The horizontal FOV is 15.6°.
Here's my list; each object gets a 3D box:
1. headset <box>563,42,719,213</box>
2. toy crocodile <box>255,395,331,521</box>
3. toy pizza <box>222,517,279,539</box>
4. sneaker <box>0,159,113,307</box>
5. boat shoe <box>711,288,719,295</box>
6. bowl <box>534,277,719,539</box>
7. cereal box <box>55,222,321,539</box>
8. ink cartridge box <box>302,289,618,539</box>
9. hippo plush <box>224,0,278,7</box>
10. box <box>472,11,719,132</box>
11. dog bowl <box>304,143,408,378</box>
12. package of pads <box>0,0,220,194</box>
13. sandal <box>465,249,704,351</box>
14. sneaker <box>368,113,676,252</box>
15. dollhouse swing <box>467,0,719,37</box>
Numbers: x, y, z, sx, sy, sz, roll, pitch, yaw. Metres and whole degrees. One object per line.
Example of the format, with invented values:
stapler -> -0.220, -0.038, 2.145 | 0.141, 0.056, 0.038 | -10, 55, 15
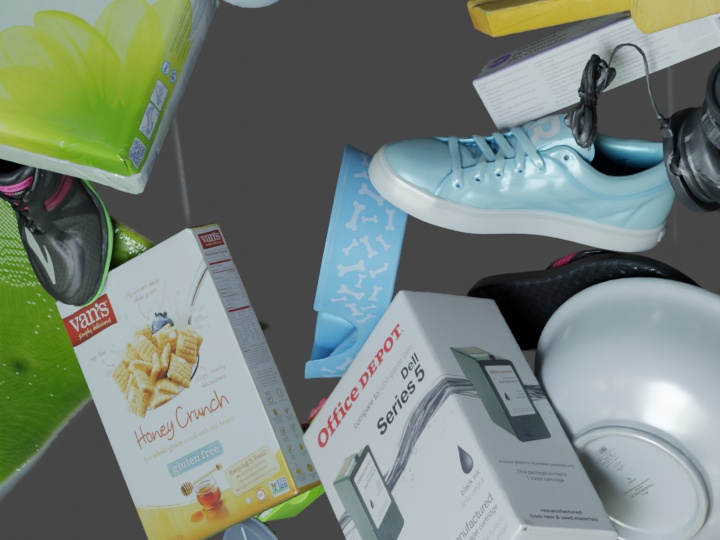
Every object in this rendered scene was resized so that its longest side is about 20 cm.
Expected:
headset -> 0.221, -0.074, 1.584 | 0.199, 0.094, 0.124 | 25, 146, -9
toy crocodile -> -0.013, 0.114, 1.842 | 0.200, 0.067, 0.062 | -45, 64, 37
toy pizza -> -0.047, 0.269, 1.917 | 0.200, 0.032, 0.201 | 50, 151, 42
sneaker -> -0.231, -0.063, 1.815 | 0.076, 0.084, 0.201 | -3, 114, 31
boat shoe -> 0.223, 0.072, 1.706 | 0.068, 0.072, 0.200 | 40, 126, -21
bowl -> 0.187, 0.111, 1.650 | 0.200, 0.090, 0.202 | 16, 132, 18
cereal box -> -0.123, 0.085, 1.846 | 0.144, 0.039, 0.201 | -28, 82, 35
ink cartridge box -> 0.058, 0.133, 1.646 | 0.146, 0.084, 0.200 | -57, 43, 32
hippo plush -> -0.025, -0.237, 1.569 | 0.159, 0.161, 0.201 | 19, 126, 14
box -> 0.163, -0.140, 1.618 | 0.199, 0.039, 0.042 | -21, 107, 33
dog bowl -> 0.000, 0.000, 1.718 | 0.049, 0.112, 0.200 | 11, 151, 0
package of pads -> -0.206, -0.149, 1.719 | 0.199, 0.155, 0.068 | 15, 162, 17
sandal -> 0.152, 0.016, 1.717 | 0.199, 0.045, 0.075 | -3, 120, 46
sneaker -> 0.106, -0.070, 1.643 | 0.199, 0.074, 0.082 | 6, 126, -17
dollhouse swing -> 0.155, -0.238, 1.462 | 0.175, 0.200, 0.183 | 7, 122, 22
